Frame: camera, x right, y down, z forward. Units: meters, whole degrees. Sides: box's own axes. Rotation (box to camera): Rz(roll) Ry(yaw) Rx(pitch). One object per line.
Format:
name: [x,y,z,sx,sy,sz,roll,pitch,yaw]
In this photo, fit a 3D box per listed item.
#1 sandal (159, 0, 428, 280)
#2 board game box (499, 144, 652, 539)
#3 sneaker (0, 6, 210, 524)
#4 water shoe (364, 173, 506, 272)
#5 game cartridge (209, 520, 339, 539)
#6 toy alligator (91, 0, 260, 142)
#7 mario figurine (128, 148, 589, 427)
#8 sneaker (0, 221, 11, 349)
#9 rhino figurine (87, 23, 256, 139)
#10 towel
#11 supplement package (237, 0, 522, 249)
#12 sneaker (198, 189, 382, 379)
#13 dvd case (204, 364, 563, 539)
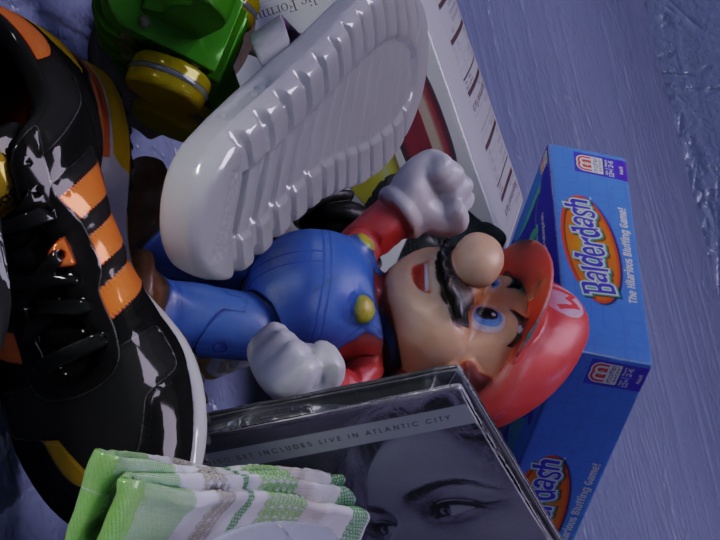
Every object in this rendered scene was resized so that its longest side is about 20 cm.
sandal: [-0.029,-0.064,0.841,0.203,0.050,0.083,-41,142,-57]
board game box: [0.087,0.063,1.097,0.152,0.045,0.200,-90,-167,-50]
sneaker: [-0.112,-0.004,0.753,0.090,0.070,0.201,43,27,-56]
water shoe: [0.022,0.039,1.052,0.072,0.079,0.200,124,-13,-54]
game cartridge: [-0.017,0.139,0.622,0.133,0.041,0.200,58,14,2]
toy alligator: [-0.073,-0.083,0.846,0.200,0.054,0.059,105,7,-78]
mario figurine: [0.000,0.000,0.880,0.106,0.199,0.124,160,-60,-72]
sneaker: [-0.142,-0.007,0.633,0.200,0.075,0.116,-46,120,-74]
rhino figurine: [-0.078,-0.115,1.006,0.200,0.060,0.088,-57,147,-72]
towel: [-0.056,0.136,0.728,0.200,0.031,0.150,21,83,-70]
supplement package: [0.001,-0.099,1.168,0.110,0.113,0.201,-61,132,-71]
sneaker: [-0.026,-0.007,1.023,0.200,0.087,0.076,-68,137,-69]
dvd case: [0.007,0.116,0.876,0.016,0.148,0.200,-82,152,-42]
